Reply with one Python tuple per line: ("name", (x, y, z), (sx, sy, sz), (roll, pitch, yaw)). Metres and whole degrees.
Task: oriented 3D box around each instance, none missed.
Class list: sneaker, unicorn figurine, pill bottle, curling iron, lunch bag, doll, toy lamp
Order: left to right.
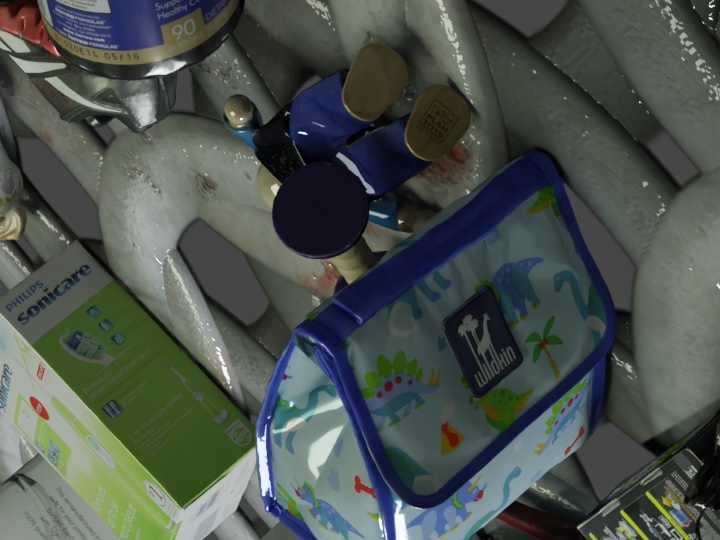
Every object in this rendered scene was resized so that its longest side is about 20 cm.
("unicorn figurine", (-0.282, -0.095, 1.796), (0.137, 0.074, 0.200), (18, 155, 40))
("sneaker", (-0.180, -0.137, 1.556), (0.200, 0.071, 0.098), (25, 142, 40))
("pill bottle", (-0.127, -0.205, 1.336), (0.112, 0.112, 0.200), (33, 150, 32))
("doll", (-0.010, -0.062, 1.407), (0.136, 0.049, 0.200), (33, 159, -14))
("toy lamp", (0.000, 0.000, 1.409), (0.058, 0.058, 0.200), (40, 176, 21))
("lunch bag", (0.039, 0.050, 1.341), (0.127, 0.170, 0.200), (35, 149, 29))
("curling iron", (0.125, 0.152, 1.504), (0.200, 0.026, 0.050), (30, 151, 36))

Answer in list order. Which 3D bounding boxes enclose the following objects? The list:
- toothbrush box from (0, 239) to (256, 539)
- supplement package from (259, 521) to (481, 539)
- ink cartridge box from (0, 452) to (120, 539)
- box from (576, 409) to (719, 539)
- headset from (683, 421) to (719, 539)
("toothbrush box", (-0.173, 0.100, 1.849), (0.200, 0.086, 0.146), (47, 154, 10))
("supplement package", (0.033, 0.228, 1.654), (0.200, 0.114, 0.109), (52, 155, -7))
("ink cartridge box", (-0.242, 0.229, 2.001), (0.145, 0.200, 0.084), (51, 157, -3))
("box", (0.219, 0.175, 1.363), (0.200, 0.044, 0.160), (48, 155, 5))
("headset", (0.251, 0.136, 1.242), (0.199, 0.094, 0.124), (22, 136, 16))
